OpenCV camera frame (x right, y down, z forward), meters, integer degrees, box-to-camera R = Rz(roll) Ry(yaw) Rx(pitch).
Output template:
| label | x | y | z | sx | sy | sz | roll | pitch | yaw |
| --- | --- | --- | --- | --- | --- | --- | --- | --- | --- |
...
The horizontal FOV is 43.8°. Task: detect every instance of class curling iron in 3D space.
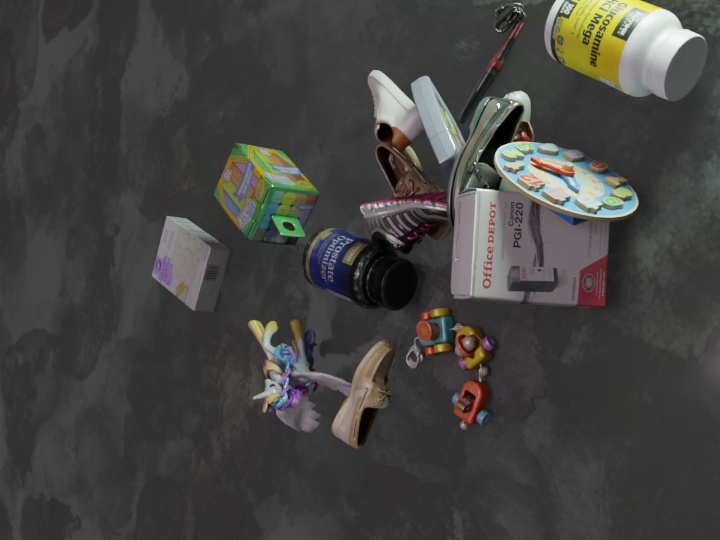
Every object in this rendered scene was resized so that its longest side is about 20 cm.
| label | x | y | z | sx | sy | sz | roll | pitch | yaw |
| --- | --- | --- | --- | --- | --- | --- | --- | --- | --- |
| curling iron | 0.200 | -0.322 | 1.398 | 0.049 | 0.026 | 0.202 | 26 | 114 | 6 |

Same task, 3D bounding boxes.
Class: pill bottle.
| label | x | y | z | sx | sy | sz | roll | pitch | yaw |
| --- | --- | --- | --- | --- | --- | --- | --- | --- | --- |
| pill bottle | 0.348 | -0.299 | 1.181 | 0.199 | 0.111 | 0.114 | 39 | 113 | 41 |
| pill bottle | 0.000 | 0.000 | 1.521 | 0.198 | 0.111 | 0.114 | 20 | 100 | 46 |

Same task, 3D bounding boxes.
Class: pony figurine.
| label | x | y | z | sx | sy | sz | roll | pitch | yaw |
| --- | --- | --- | --- | --- | --- | --- | --- | --- | --- |
| pony figurine | -0.115 | 0.188 | 1.594 | 0.166 | 0.191 | 0.202 | -43 | 38 | 31 |

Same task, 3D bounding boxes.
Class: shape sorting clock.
| label | x | y | z | sx | sy | sz | roll | pitch | yaw |
| --- | --- | --- | --- | --- | --- | --- | --- | --- | --- |
| shape sorting clock | 0.272 | -0.123 | 1.184 | 0.200 | 0.197 | 0.040 | 46 | 136 | 38 |

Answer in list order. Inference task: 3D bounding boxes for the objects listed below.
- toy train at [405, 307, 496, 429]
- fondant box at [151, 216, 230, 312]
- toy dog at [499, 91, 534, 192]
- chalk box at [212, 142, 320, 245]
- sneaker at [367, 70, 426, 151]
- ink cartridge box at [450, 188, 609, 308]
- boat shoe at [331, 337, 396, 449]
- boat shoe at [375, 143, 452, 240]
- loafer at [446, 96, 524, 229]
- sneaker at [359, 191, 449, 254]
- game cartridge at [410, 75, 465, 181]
| label | x | y | z | sx | sy | sz | roll | pitch | yaw |
| --- | --- | --- | --- | --- | --- | --- | --- | --- | --- |
| toy train | 0.135 | 0.147 | 1.405 | 0.199 | 0.055 | 0.152 | 38 | 113 | 41 |
| fondant box | -0.372 | -0.016 | 1.955 | 0.199 | 0.058 | 0.147 | 31 | 109 | 45 |
| toy dog | 0.217 | -0.162 | 1.318 | 0.131 | 0.095 | 0.203 | -38 | 61 | 37 |
| chalk box | -0.170 | -0.133 | 1.706 | 0.200 | 0.123 | 0.125 | 47 | 119 | 37 |
| sneaker | 0.042 | -0.268 | 1.499 | 0.085 | 0.073 | 0.201 | -44 | 38 | 10 |
| ink cartridge box | 0.229 | -0.028 | 1.211 | 0.085 | 0.196 | 0.149 | 175 | 99 | -79 |
| boat shoe | 0.021 | 0.212 | 1.516 | 0.069 | 0.073 | 0.202 | 35 | 113 | 29 |
| boat shoe | 0.083 | -0.130 | 1.478 | 0.072 | 0.064 | 0.201 | -51 | 53 | 30 |
| loafer | 0.176 | -0.152 | 1.258 | 0.062 | 0.071 | 0.203 | 7 | 76 | 46 |
| sneaker | 0.086 | -0.072 | 1.409 | 0.198 | 0.073 | 0.089 | -3 | 101 | 40 |
| game cartridge | 0.129 | -0.201 | 1.356 | 0.041 | 0.133 | 0.202 | -30 | 45 | 17 |
